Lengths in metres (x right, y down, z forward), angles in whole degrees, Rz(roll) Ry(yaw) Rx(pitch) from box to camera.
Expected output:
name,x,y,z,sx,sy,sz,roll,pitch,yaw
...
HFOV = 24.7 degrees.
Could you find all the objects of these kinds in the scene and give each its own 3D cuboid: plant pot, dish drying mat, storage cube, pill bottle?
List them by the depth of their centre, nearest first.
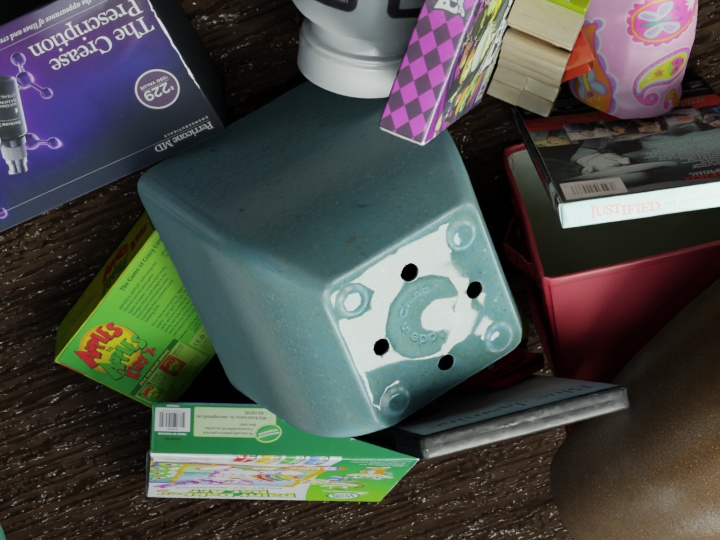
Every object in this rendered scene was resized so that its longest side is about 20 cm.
name,x,y,z,sx,sy,sz,roll,pitch,yaw
pill bottle,0.012,-0.218,1.060,0.111,0.111,0.200,4,124,-9
plant pot,0.229,0.115,1.086,0.187,0.187,0.200,35,130,-26
plant pot,0.000,0.000,1.112,0.196,0.200,0.196,-31,121,-14
dish drying mat,0.031,0.070,1.198,0.200,0.077,0.018,0,104,39
storage cube,0.212,0.008,1.203,0.200,0.171,0.180,-13,127,2

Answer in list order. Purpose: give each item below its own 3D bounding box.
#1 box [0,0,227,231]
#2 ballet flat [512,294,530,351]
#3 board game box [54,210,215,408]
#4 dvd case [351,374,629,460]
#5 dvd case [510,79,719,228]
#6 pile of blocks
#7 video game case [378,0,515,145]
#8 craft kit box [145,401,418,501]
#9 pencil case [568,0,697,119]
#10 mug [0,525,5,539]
name,x,y,z,sx,sy,sz,roll,pitch,yaw
box,-0.211,-0.126,1.124,0.200,0.079,0.141,-23,127,10
ballet flat,0.045,0.054,1.275,0.200,0.067,0.067,-21,89,40
board game box,-0.136,0.010,1.242,0.102,0.048,0.200,29,117,-23
dvd case,0.076,0.095,1.111,0.142,0.200,0.018,-12,93,-16
dvd case,0.189,-0.084,1.119,0.146,0.200,0.022,-8,113,-1
pile of blocks,0.135,-0.171,1.090,0.062,0.082,0.200,23,154,7
video game case,0.079,-0.188,1.027,0.036,0.181,0.200,24,108,9
craft kit box,-0.067,0.144,1.281,0.200,0.049,0.198,2,166,-7
pencil case,0.190,-0.203,1.108,0.087,0.087,0.200,-2,124,-5
mug,-0.380,0.239,1.337,0.185,0.114,0.152,15,122,-15
